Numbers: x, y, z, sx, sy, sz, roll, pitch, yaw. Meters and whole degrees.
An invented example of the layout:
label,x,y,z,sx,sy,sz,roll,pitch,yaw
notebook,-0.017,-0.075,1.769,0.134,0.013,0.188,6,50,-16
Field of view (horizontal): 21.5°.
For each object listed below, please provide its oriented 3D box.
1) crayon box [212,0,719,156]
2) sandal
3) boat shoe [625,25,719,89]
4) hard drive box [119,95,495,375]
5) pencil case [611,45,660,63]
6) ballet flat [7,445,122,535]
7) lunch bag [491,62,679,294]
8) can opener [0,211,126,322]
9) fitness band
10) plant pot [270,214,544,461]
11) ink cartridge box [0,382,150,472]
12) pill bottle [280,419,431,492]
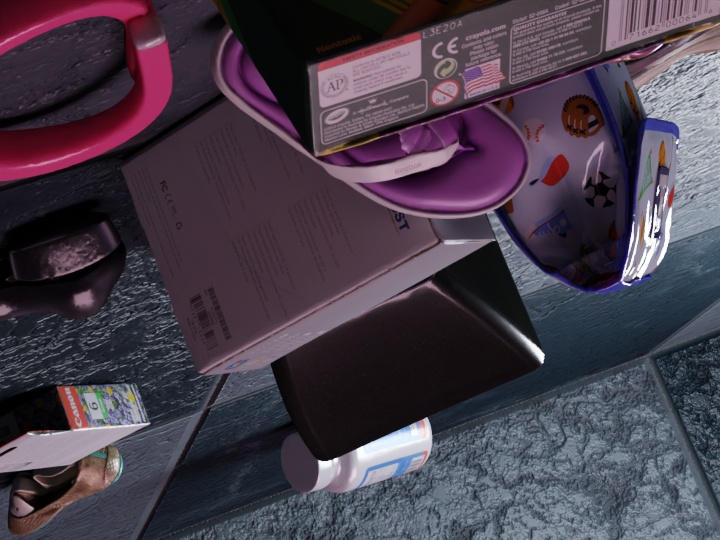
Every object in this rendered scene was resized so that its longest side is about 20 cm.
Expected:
label,x,y,z,sx,sy,sz,roll,pitch,yaw
crayon box,0.035,-0.150,0.847,0.199,0.173,0.058,-19,138,-15
sandal,0.007,-0.083,1.096,0.202,0.083,0.050,21,-174,-13
boat shoe,0.198,-0.173,1.312,0.199,0.072,0.065,-16,149,35
hard drive box,-0.038,-0.044,1.219,0.199,0.157,0.077,-28,167,28
pencil case,0.091,-0.150,0.997,0.083,0.087,0.200,-27,-166,-18
ballet flat,-0.351,0.239,2.131,0.065,0.071,0.200,27,133,-38
lunch bag,0.132,-0.082,1.211,0.123,0.201,0.170,-26,174,17
can opener,-0.259,0.014,1.337,0.199,0.079,0.063,-20,-153,2
fitness band,-0.173,-0.099,1.025,0.143,0.038,0.200,-20,167,-9
plant pot,0.000,0.000,1.427,0.199,0.200,0.177,-24,157,8
ink cartridge box,-0.305,0.152,1.836,0.109,0.051,0.200,-28,166,24
pill bottle,-0.008,0.240,2.600,0.199,0.113,0.112,-11,163,-41
